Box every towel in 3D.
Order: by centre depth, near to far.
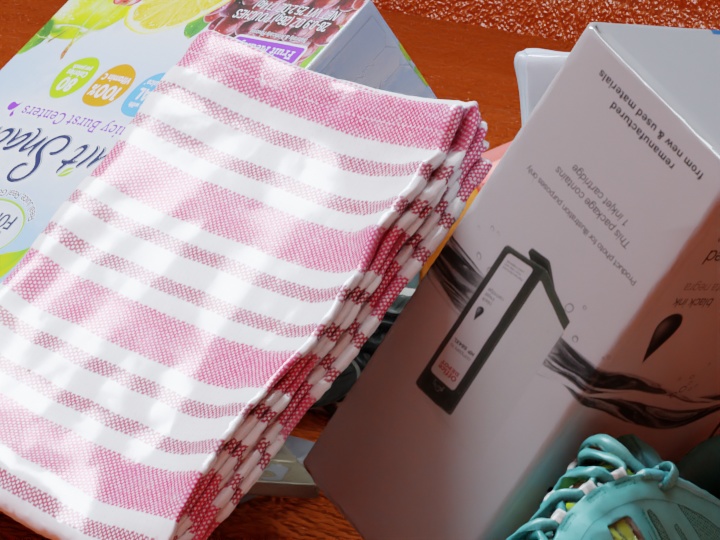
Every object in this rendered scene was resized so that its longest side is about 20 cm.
[{"bbox_3d":[-0.062,0.005,1.024,0.146,0.200,0.030,18,-29,40],"label":"towel"}]

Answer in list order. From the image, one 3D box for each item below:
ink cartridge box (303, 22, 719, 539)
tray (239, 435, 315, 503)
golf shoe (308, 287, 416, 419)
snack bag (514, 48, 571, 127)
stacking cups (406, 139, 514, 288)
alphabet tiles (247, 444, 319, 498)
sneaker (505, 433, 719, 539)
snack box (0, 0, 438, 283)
[{"bbox_3d":[0.093,0.018,1.047,0.146,0.200,0.084,-4,44,-49],"label":"ink cartridge box"},{"bbox_3d":[-0.122,0.065,1.161,0.199,0.022,0.107,12,10,23],"label":"tray"},{"bbox_3d":[0.022,0.036,1.216,0.199,0.078,0.088,21,0,-9],"label":"golf shoe"},{"bbox_3d":[0.164,-0.017,1.437,0.199,0.189,0.021,12,40,20],"label":"snack bag"},{"bbox_3d":[0.000,0.000,1.303,0.199,0.061,0.060,-22,20,-19],"label":"stacking cups"},{"bbox_3d":[-0.129,0.055,1.129,0.199,0.008,0.167,5,10,-15],"label":"alphabet tiles"},{"bbox_3d":[0.071,0.092,0.978,0.077,0.080,0.199,15,13,37],"label":"sneaker"},{"bbox_3d":[-0.088,-0.035,1.176,0.200,0.169,0.068,15,-33,55],"label":"snack box"}]
